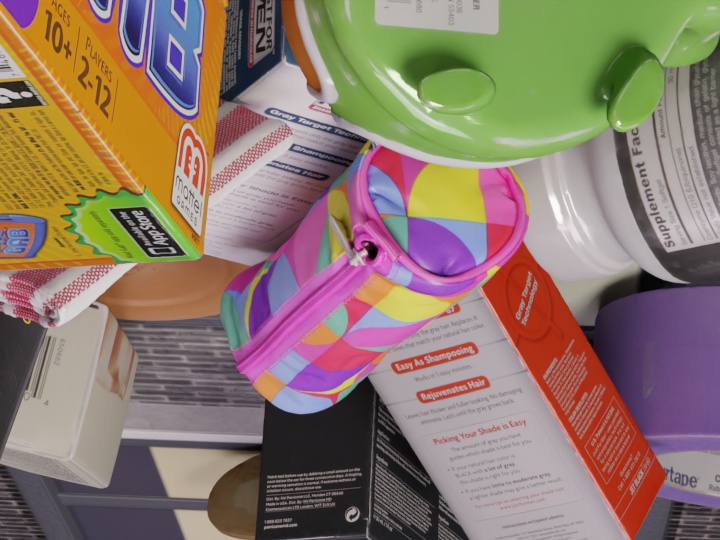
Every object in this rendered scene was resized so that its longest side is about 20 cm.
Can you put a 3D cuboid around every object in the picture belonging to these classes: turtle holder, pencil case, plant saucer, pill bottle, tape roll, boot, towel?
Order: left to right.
[{"bbox_3d":[-0.142,-0.039,0.998,0.199,0.146,0.030,17,134,38],"label":"towel"},{"bbox_3d":[-0.127,-0.017,1.249,0.198,0.033,0.201,3,156,1],"label":"plant saucer"},{"bbox_3d":[0.000,0.000,1.055,0.088,0.089,0.200,11,156,-17],"label":"pencil case"},{"bbox_3d":[0.009,0.172,1.611,0.200,0.071,0.144,-11,150,19],"label":"boot"},{"bbox_3d":[0.054,-0.115,0.901,0.185,0.142,0.132,-30,-173,-23],"label":"turtle holder"},{"bbox_3d":[0.168,-0.059,1.002,0.199,0.117,0.116,-13,152,33],"label":"pill bottle"},{"bbox_3d":[0.227,0.077,1.312,0.198,0.086,0.200,6,165,2],"label":"tape roll"}]

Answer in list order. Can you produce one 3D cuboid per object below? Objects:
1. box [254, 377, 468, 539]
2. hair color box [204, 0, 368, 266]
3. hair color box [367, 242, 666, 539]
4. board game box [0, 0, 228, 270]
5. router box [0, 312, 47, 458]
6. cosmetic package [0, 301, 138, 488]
[{"bbox_3d":[0.014,0.124,1.415,0.078,0.142,0.200,-5,155,23],"label":"box"},{"bbox_3d":[-0.042,-0.070,1.074,0.099,0.061,0.200,14,155,-29],"label":"hair color box"},{"bbox_3d":[0.067,0.056,1.222,0.101,0.061,0.201,-15,115,38],"label":"hair color box"},{"bbox_3d":[-0.168,-0.128,0.784,0.198,0.201,0.200,-3,156,15],"label":"board game box"},{"bbox_3d":[-0.225,0.021,1.102,0.051,0.201,0.149,-18,135,42],"label":"router box"},{"bbox_3d":[-0.186,0.062,1.296,0.103,0.088,0.200,14,170,0],"label":"cosmetic package"}]
